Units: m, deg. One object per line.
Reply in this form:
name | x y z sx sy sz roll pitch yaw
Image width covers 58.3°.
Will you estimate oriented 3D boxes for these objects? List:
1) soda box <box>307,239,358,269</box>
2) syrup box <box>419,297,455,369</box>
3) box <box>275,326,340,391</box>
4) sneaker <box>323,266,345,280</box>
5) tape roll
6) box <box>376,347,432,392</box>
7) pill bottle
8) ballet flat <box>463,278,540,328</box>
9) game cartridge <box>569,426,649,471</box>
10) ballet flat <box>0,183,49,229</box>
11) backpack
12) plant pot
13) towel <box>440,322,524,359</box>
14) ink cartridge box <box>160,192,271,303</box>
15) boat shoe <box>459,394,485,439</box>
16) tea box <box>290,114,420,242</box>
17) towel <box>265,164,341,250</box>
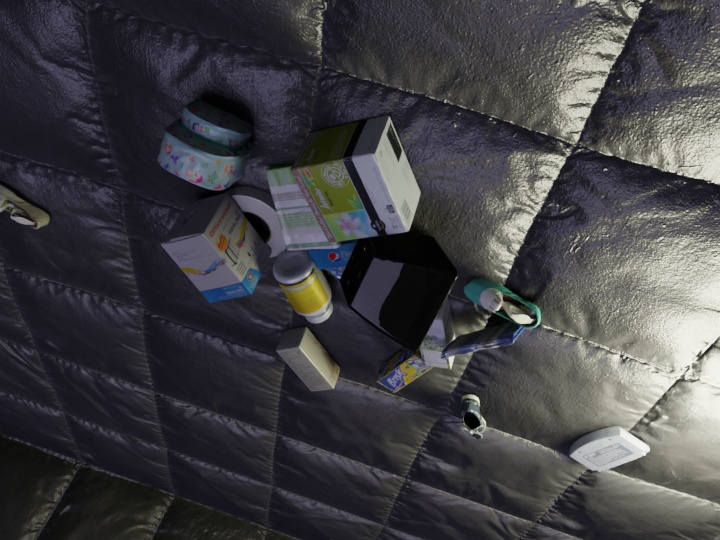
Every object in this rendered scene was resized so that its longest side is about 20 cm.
soda box | -0.022 -0.058 1.525 0.197 0.065 0.068 -8 132 29
syrup box | 0.192 0.157 1.652 0.077 0.082 0.202 4 135 21
box | -0.153 0.263 1.907 0.093 0.079 0.201 -10 130 31
sneaker | 0.000 0.000 1.588 0.196 0.072 0.074 15 101 18
tape roll | -0.262 -0.115 1.585 0.199 0.037 0.205 11 137 10
box | 0.127 0.267 1.809 0.069 0.065 0.200 32 138 -13
pill bottle | -0.138 0.043 1.638 0.110 0.113 0.201 0 141 22
ballet flat | 0.337 0.078 1.513 0.197 0.071 0.068 24 109 -5
game cartridge | 0.703 0.511 1.853 0.132 0.041 0.200 30 138 -15
ballet flat | -0.961 -0.177 1.783 0.198 0.070 0.070 30 138 -10
backpack | -0.319 -0.255 1.340 0.175 0.201 0.152 25 119 -3
plant pot | 0.066 0.022 1.394 0.175 0.201 0.202 19 110 -20
towel | 0.303 0.168 1.577 0.197 0.146 0.024 -19 94 31
ink cartridge box | -0.340 -0.053 1.542 0.142 0.149 0.201 -10 131 31
boat shoe | 0.333 0.448 1.916 0.073 0.062 0.202 4 136 15
tea box | -0.006 -0.184 1.333 0.193 0.135 0.202 -6 132 28
towel | -0.126 -0.145 1.471 0.146 0.031 0.204 -2 115 22
